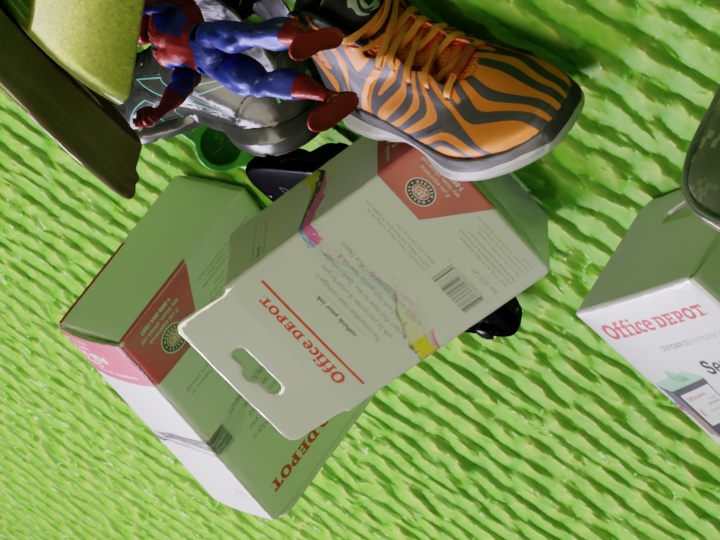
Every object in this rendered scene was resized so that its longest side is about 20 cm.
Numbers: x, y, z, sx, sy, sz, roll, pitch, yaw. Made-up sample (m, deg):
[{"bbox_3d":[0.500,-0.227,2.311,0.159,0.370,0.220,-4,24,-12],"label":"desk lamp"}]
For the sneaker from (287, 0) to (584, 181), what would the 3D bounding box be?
[{"bbox_3d":[0.027,-0.116,1.626,0.199,0.078,0.112,12,150,48],"label":"sneaker"}]

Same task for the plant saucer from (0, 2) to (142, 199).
[{"bbox_3d":[-0.183,-0.118,1.590,0.200,0.029,0.200,47,-179,-1],"label":"plant saucer"}]

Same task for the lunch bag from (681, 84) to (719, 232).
[{"bbox_3d":[0.270,-0.027,1.358,0.199,0.140,0.168,21,171,38],"label":"lunch bag"}]

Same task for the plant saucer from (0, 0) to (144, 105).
[{"bbox_3d":[-0.165,-0.214,1.522,0.200,0.048,0.201,48,135,47],"label":"plant saucer"}]

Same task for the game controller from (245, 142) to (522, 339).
[{"bbox_3d":[0.016,-0.016,1.862,0.104,0.042,0.200,-4,145,43],"label":"game controller"}]

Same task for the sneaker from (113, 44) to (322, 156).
[{"bbox_3d":[-0.104,-0.125,1.851,0.199,0.076,0.080,6,135,39],"label":"sneaker"}]

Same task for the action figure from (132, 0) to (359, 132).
[{"bbox_3d":[-0.098,-0.113,1.655,0.200,0.099,0.066,22,130,55],"label":"action figure"}]

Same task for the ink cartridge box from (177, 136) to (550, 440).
[{"bbox_3d":[0.000,0.000,1.765,0.117,0.199,0.068,46,-158,-23],"label":"ink cartridge box"}]

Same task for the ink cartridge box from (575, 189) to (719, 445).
[{"bbox_3d":[0.235,0.047,1.628,0.200,0.084,0.145,42,159,-11],"label":"ink cartridge box"}]

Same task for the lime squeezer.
[{"bbox_3d":[-0.105,-0.085,1.965,0.199,0.038,0.071,29,158,19],"label":"lime squeezer"}]

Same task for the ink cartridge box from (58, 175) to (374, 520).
[{"bbox_3d":[-0.093,0.055,2.089,0.083,0.147,0.200,13,149,49],"label":"ink cartridge box"}]

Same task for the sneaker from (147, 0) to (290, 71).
[{"bbox_3d":[-0.129,-0.182,1.763,0.199,0.060,0.105,20,149,31],"label":"sneaker"}]
